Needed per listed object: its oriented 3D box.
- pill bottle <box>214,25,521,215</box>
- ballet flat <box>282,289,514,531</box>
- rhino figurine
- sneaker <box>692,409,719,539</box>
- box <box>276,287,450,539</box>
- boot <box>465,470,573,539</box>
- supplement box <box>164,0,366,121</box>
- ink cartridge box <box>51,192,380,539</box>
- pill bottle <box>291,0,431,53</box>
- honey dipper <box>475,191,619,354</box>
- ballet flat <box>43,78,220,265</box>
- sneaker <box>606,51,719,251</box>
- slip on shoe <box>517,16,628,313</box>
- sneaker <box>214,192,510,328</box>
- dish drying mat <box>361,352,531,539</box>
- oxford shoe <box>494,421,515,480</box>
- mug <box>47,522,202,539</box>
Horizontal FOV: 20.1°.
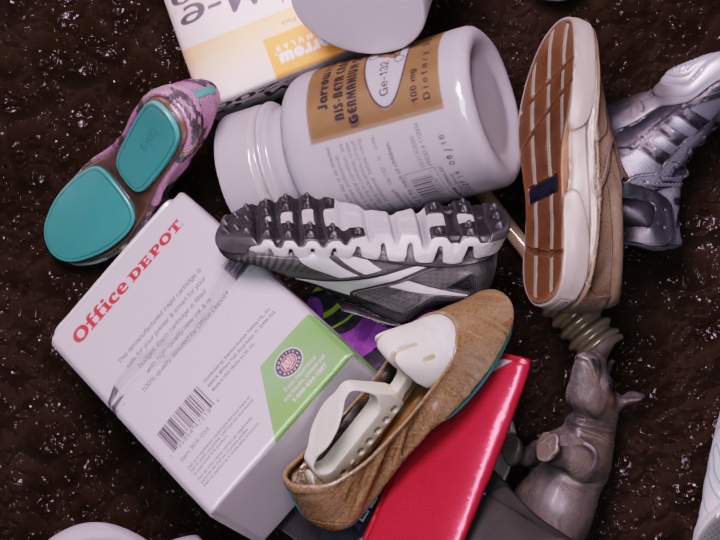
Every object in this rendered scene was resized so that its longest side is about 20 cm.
[{"bbox_3d":[0.004,-0.092,1.429,0.199,0.114,0.115,-14,83,21],"label":"pill bottle"},{"bbox_3d":[0.019,0.083,1.345,0.200,0.072,0.068,-48,41,6],"label":"ballet flat"},{"bbox_3d":[0.142,0.136,1.424,0.060,0.087,0.201,19,85,47],"label":"rhino figurine"},{"bbox_3d":[0.274,0.141,1.414,0.070,0.080,0.202,11,105,0],"label":"sneaker"},{"bbox_3d":[-0.007,0.097,1.435,0.142,0.036,0.201,30,86,29],"label":"box"},{"bbox_3d":[0.053,0.229,1.353,0.138,0.077,0.201,32,98,45],"label":"boot"},{"bbox_3d":[-0.085,-0.226,1.484,0.125,0.074,0.201,-21,83,5],"label":"supplement box"},{"bbox_3d":[-0.098,0.066,1.420,0.146,0.084,0.200,-48,57,1],"label":"ink cartridge box"},{"bbox_3d":[0.018,-0.256,1.414,0.112,0.114,0.201,10,56,8],"label":"pill bottle"},{"bbox_3d":[0.114,-0.025,1.463,0.038,0.038,0.201,-35,78,3],"label":"honey dipper"},{"bbox_3d":[-0.156,-0.070,1.465,0.069,0.071,0.200,53,133,10],"label":"ballet flat"},{"bbox_3d":[0.222,-0.077,1.435,0.199,0.075,0.115,-23,83,10],"label":"sneaker"},{"bbox_3d":[0.151,-0.070,1.386,0.060,0.076,0.202,7,75,-26],"label":"slip on shoe"},{"bbox_3d":[0.000,0.000,1.381,0.198,0.067,0.091,1,120,-4],"label":"sneaker"},{"bbox_3d":[0.048,0.143,1.352,0.076,0.018,0.201,13,73,37],"label":"dish drying mat"},{"bbox_3d":[0.037,0.175,1.442,0.075,0.058,0.200,43,90,10],"label":"oxford shoe"},{"bbox_3d":[-0.159,0.259,1.398,0.175,0.148,0.200,-45,117,-8],"label":"mug"}]
